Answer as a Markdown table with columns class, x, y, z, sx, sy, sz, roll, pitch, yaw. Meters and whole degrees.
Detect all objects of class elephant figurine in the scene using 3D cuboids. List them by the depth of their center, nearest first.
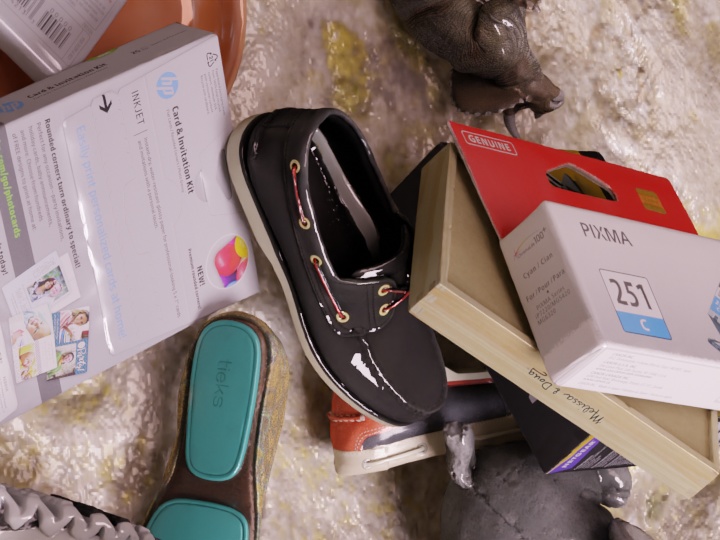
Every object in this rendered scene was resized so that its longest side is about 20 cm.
| class | x | y | z | sx | sy | sz | roll | pitch | yaw |
| --- | --- | --- | --- | --- | --- | --- | --- | --- | --- |
| elephant figurine | 0.134 | 0.192 | 1.401 | 0.154 | 0.142 | 0.200 | -6 | 43 | -31 |

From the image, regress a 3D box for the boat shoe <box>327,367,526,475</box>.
| class | x | y | z | sx | sy | sz | roll | pitch | yaw |
| --- | --- | --- | --- | --- | --- | --- | --- | --- | --- |
| boat shoe | 0.067 | 0.087 | 1.460 | 0.199 | 0.071 | 0.063 | 2 | 86 | -35 |

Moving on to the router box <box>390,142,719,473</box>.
| class | x | y | z | sx | sy | sz | roll | pitch | yaw |
| --- | --- | --- | --- | --- | --- | --- | --- | --- | --- |
| router box | 0.125 | 0.020 | 1.454 | 0.157 | 0.052 | 0.201 | 0 | 54 | -48 |

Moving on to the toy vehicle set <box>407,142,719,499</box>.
| class | x | y | z | sx | sy | sz | roll | pitch | yaw |
| --- | --- | --- | --- | --- | --- | --- | --- | --- | --- |
| toy vehicle set | 0.114 | 0.027 | 1.358 | 0.199 | 0.027 | 0.125 | 34 | 35 | -19 |

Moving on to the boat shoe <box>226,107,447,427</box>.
| class | x | y | z | sx | sy | sz | roll | pitch | yaw |
| --- | --- | --- | --- | --- | --- | --- | --- | --- | --- |
| boat shoe | -0.001 | 0.002 | 1.344 | 0.074 | 0.063 | 0.202 | -46 | 120 | -39 |

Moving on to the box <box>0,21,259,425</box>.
| class | x | y | z | sx | sy | sz | roll | pitch | yaw |
| --- | --- | --- | --- | --- | --- | --- | --- | --- | --- |
| box | -0.149 | -0.023 | 1.292 | 0.199 | 0.041 | 0.157 | -28 | 122 | -33 |

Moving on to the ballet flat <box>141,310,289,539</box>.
| class | x | y | z | sx | sy | sz | roll | pitch | yaw |
| --- | --- | --- | --- | --- | --- | --- | --- | --- | --- |
| ballet flat | -0.078 | 0.123 | 1.350 | 0.070 | 0.070 | 0.202 | 17 | 81 | -34 |

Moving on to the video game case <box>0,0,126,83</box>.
| class | x | y | z | sx | sy | sz | roll | pitch | yaw |
| --- | --- | --- | --- | --- | --- | --- | --- | --- | --- |
| video game case | -0.182 | -0.226 | 1.300 | 0.200 | 0.023 | 0.183 | 45 | 60 | -23 |

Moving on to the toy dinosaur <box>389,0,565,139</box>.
| class | x | y | z | sx | sy | sz | roll | pitch | yaw |
| --- | --- | --- | --- | --- | --- | --- | --- | --- | --- |
| toy dinosaur | 0.056 | -0.165 | 1.478 | 0.200 | 0.102 | 0.077 | 46 | 32 | -8 |

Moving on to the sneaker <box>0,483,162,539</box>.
| class | x | y | z | sx | sy | sz | roll | pitch | yaw |
| --- | --- | --- | --- | --- | --- | --- | --- | --- | --- |
| sneaker | -0.184 | 0.148 | 1.264 | 0.199 | 0.075 | 0.082 | 16 | 83 | -23 |

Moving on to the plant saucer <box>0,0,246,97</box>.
| class | x | y | z | sx | sy | sz | roll | pitch | yaw |
| --- | --- | --- | --- | --- | --- | --- | --- | --- | --- |
| plant saucer | -0.152 | -0.150 | 1.348 | 0.199 | 0.037 | 0.202 | 7 | 79 | -37 |

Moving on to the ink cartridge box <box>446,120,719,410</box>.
| class | x | y | z | sx | sy | sz | roll | pitch | yaw |
| --- | --- | --- | --- | --- | --- | --- | --- | --- | --- |
| ink cartridge box | 0.155 | -0.009 | 1.377 | 0.199 | 0.045 | 0.177 | 11 | 48 | -43 |
